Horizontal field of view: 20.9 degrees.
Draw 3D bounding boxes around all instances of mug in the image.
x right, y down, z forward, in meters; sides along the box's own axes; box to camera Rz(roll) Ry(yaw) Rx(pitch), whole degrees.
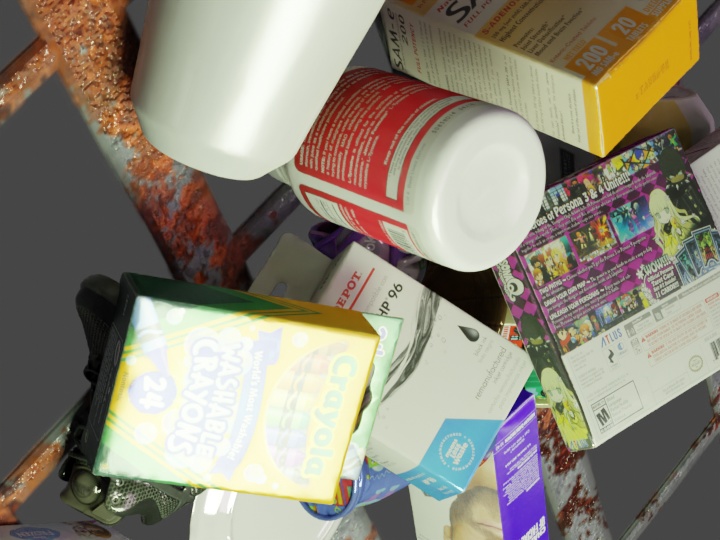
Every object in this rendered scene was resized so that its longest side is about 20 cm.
[{"bbox_3d":[0.237,-0.074,1.652,0.187,0.149,0.153,-70,164,-74],"label":"mug"},{"bbox_3d":[-0.063,-0.143,1.263,0.186,0.149,0.153,4,115,-45],"label":"mug"}]

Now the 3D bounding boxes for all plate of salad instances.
[{"bbox_3d":[-0.068,0.164,1.507,0.200,0.048,0.200,-29,130,-41],"label":"plate of salad"}]

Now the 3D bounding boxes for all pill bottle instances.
[{"bbox_3d":[0.021,-0.077,1.342,0.112,0.200,0.112,-18,118,-38],"label":"pill bottle"}]

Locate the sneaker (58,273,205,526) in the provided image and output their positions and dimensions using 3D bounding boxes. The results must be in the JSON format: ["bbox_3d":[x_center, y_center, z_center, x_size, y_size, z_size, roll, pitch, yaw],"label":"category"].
[{"bbox_3d":[-0.163,0.100,1.328,0.114,0.076,0.200,-41,136,-24],"label":"sneaker"}]

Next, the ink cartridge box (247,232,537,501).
[{"bbox_3d":[0.009,0.062,1.395,0.116,0.200,0.068,-60,-174,-17],"label":"ink cartridge box"}]

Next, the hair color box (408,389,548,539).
[{"bbox_3d":[0.097,0.176,1.671,0.065,0.109,0.200,-40,137,-31],"label":"hair color box"}]

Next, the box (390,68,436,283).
[{"bbox_3d":[0.077,-0.085,1.553,0.156,0.041,0.200,-33,134,-36],"label":"box"}]

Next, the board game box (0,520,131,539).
[{"bbox_3d":[-0.264,0.271,1.331,0.200,0.041,0.200,7,105,-52],"label":"board game box"}]

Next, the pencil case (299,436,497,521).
[{"bbox_3d":[0.024,0.135,1.506,0.200,0.087,0.078,-12,85,-51],"label":"pencil case"}]

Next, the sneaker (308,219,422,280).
[{"bbox_3d":[0.000,0.000,1.474,0.081,0.088,0.200,-95,-164,-69],"label":"sneaker"}]

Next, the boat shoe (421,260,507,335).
[{"bbox_3d":[0.084,-0.006,1.510,0.072,0.072,0.200,-20,114,-77],"label":"boat shoe"}]

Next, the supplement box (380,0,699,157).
[{"bbox_3d":[0.130,-0.178,1.428,0.126,0.200,0.074,-45,143,-27],"label":"supplement box"}]

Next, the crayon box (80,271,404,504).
[{"bbox_3d":[-0.071,0.081,1.287,0.200,0.052,0.126,9,106,-21],"label":"crayon box"}]

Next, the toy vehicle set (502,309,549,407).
[{"bbox_3d":[0.161,0.052,1.632,0.200,0.124,0.027,94,-5,-55],"label":"toy vehicle set"}]

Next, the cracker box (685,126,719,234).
[{"bbox_3d":[0.277,-0.023,1.554,0.200,0.058,0.134,-32,99,-34],"label":"cracker box"}]

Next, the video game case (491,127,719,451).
[{"bbox_3d":[0.192,0.011,1.429,0.200,0.036,0.182,-27,96,-37],"label":"video game case"}]

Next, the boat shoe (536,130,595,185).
[{"bbox_3d":[0.143,-0.076,1.517,0.065,0.074,0.200,-49,-160,42],"label":"boat shoe"}]
